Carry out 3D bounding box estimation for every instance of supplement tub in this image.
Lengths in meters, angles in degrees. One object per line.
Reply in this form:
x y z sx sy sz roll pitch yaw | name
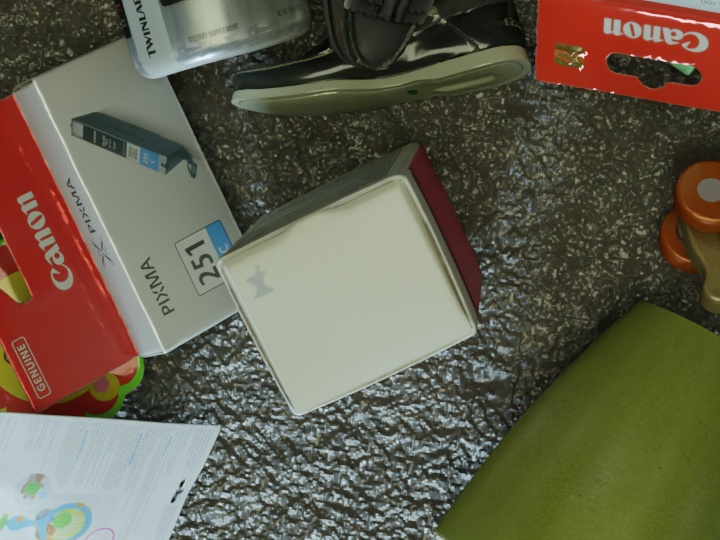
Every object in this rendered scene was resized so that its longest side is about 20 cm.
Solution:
-0.112 -0.233 1.233 0.122 0.123 0.201 -15 98 7 | supplement tub

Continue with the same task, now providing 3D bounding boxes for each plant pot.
0.176 0.129 1.265 0.187 0.187 0.200 29 86 -1 | plant pot

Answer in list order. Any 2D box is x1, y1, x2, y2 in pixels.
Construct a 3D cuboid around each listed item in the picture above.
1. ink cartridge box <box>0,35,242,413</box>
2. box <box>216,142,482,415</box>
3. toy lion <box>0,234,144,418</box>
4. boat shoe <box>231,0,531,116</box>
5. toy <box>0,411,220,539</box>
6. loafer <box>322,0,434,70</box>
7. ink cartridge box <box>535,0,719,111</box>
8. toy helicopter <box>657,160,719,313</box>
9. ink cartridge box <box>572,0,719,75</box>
-0.177 -0.033 1.267 0.176 0.045 0.201 -30 99 -31 | ink cartridge box
0.000 0.000 1.228 0.128 0.200 0.109 -25 97 9 | box
-0.234 0.074 1.332 0.191 0.069 0.201 -12 103 -3 | toy lion
0.010 -0.144 1.275 0.199 0.072 0.068 -11 81 7 | boat shoe
-0.204 0.136 1.294 0.199 0.047 0.115 5 121 -41 | toy
0.026 -0.216 1.179 0.072 0.063 0.201 6 108 -25 | loafer
0.178 -0.177 1.159 0.162 0.057 0.201 12 126 17 | ink cartridge box
0.286 0.010 1.242 0.132 0.079 0.201 -17 66 -10 | toy helicopter
0.169 -0.241 1.202 0.200 0.088 0.145 34 133 -1 | ink cartridge box
